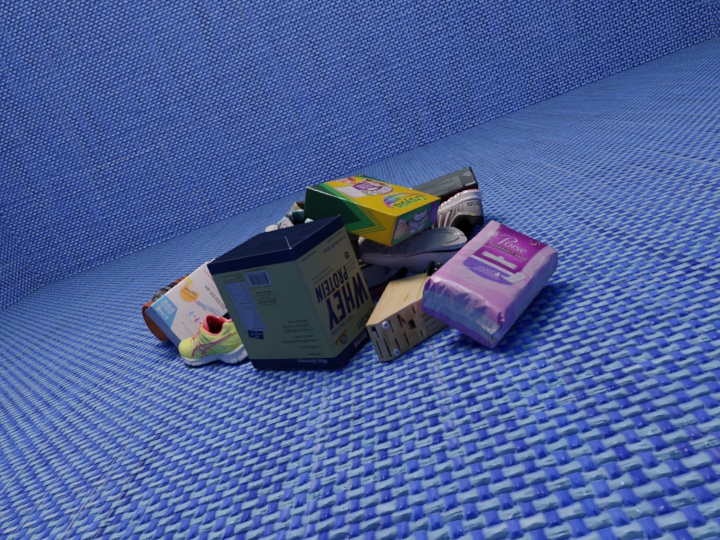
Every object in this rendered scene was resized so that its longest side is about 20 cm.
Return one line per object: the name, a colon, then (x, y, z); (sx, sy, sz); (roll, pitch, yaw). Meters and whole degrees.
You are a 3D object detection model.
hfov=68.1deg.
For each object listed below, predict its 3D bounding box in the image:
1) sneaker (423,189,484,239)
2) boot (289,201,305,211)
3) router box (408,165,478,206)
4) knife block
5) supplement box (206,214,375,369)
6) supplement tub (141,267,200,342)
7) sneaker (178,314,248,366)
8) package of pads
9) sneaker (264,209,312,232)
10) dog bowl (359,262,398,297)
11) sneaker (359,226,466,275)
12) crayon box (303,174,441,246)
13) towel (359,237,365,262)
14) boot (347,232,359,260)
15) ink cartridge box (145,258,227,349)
sneaker: (0.190, -0.093, 1.152); (0.073, 0.088, 0.200); (6, -28, -41)
boot: (-0.120, -0.083, 1.276); (0.199, 0.072, 0.155); (13, -59, -49)
router box: (0.168, -0.142, 1.213); (0.199, 0.053, 0.157); (-20, -26, 7)
knife block: (0.069, 0.054, 0.862); (0.199, 0.064, 0.175); (-28, 17, -21)
supplement box: (-0.106, 0.041, 0.871); (0.199, 0.201, 0.134); (-8, 21, 37)
supplement tub: (-0.398, 0.075, 1.252); (0.122, 0.123, 0.200); (-4, 24, 44)
sneaker: (-0.282, 0.125, 1.015); (0.199, 0.091, 0.078); (-11, 21, 34)
package of pads: (0.187, 0.015, 0.756); (0.120, 0.076, 0.200); (30, 45, 25)
sneaker: (-0.132, -0.087, 1.087); (0.077, 0.087, 0.199); (-31, 29, -36)
dog bowl: (0.000, 0.000, 1.093); (0.199, 0.074, 0.200); (-19, 16, 6)
sneaker: (0.094, -0.024, 0.966); (0.198, 0.081, 0.077); (-2, 40, -3)
crayon box: (0.026, -0.113, 0.942); (0.172, 0.059, 0.200); (19, 24, 23)
towel: (-0.010, -0.044, 1.059); (0.199, 0.035, 0.133); (-19, 15, 10)
boot: (-0.069, 0.010, 0.963); (0.199, 0.176, 0.069); (3, 14, 35)
ink cartridge box: (-0.347, 0.064, 1.165); (0.200, 0.115, 0.068); (-45, 10, -33)
